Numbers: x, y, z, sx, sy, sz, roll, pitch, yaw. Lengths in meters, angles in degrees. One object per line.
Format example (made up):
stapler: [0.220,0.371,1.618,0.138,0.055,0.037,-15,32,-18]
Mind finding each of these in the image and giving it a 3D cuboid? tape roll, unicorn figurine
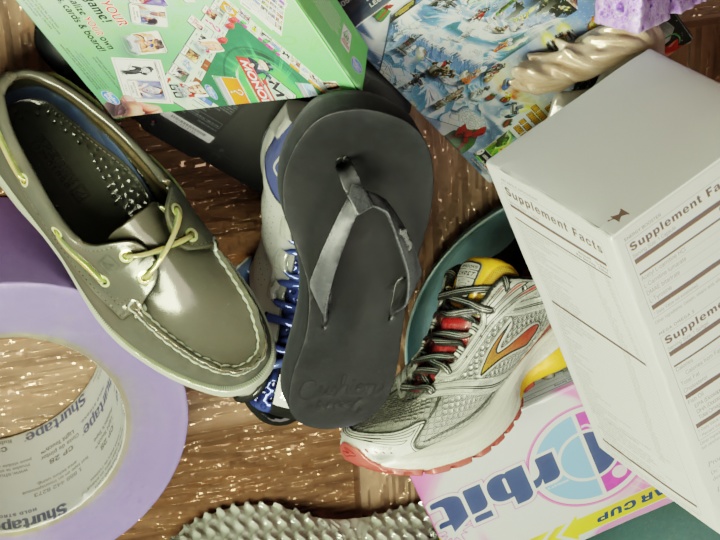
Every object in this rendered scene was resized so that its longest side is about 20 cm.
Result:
tape roll: [-0.198,0.066,1.328,0.200,0.085,0.200,-8,125,-12]
unicorn figurine: [0.155,-0.055,1.302,0.137,0.074,0.200,-35,142,-9]

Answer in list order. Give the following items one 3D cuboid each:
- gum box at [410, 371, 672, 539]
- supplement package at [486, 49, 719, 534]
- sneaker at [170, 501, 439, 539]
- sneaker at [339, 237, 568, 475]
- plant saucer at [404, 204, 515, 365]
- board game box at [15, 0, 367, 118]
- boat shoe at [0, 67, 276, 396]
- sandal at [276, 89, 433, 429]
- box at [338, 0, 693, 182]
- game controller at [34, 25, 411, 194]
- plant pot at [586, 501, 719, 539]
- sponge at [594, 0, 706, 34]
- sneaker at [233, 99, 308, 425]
gum box: [0.125,0.089,1.415,0.200,0.066,0.114,-24,126,1]
supplement package: [0.163,0.010,1.232,0.110,0.114,0.200,-35,126,-15]
sneaker: [-0.021,0.197,1.481,0.200,0.070,0.100,1,128,-15]
sneaker: [0.058,0.036,1.330,0.200,0.078,0.082,-42,124,-29]
plant saucer: [0.120,0.026,1.428,0.200,0.027,0.200,-7,125,-10]
board game box: [-0.095,-0.138,1.112,0.135,0.029,0.200,-5,149,22]
boat shoe: [-0.118,-0.019,1.235,0.072,0.060,0.202,-41,84,-17]
sandal: [0.001,0.000,1.204,0.076,0.043,0.200,-10,128,-14]
box: [0.078,-0.131,1.251,0.137,0.040,0.200,-34,150,9]
game controller: [-0.070,-0.104,1.281,0.200,0.042,0.104,31,126,-31]
plant pot: [0.209,0.192,1.489,0.200,0.200,0.135,9,86,-22]
sponge: [0.157,-0.224,1.197,0.112,0.030,0.200,-27,126,-53]
sneaker: [-0.023,0.014,1.297,0.081,0.115,0.199,5,136,-14]
